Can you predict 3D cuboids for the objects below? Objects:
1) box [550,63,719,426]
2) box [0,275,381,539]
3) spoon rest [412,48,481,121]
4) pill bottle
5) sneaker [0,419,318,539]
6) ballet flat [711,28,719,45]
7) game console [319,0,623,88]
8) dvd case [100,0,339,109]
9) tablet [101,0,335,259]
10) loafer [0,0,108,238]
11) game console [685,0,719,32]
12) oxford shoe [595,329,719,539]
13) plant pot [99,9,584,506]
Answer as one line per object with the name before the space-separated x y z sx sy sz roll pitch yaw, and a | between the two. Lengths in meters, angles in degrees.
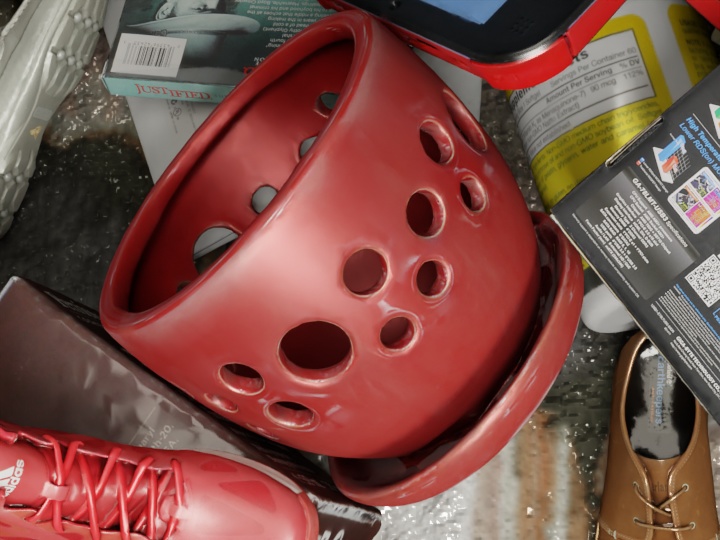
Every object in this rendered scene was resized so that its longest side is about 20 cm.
box | 0.223 -0.015 0.832 0.198 0.050 0.200 -42 82 21
box | -0.125 0.135 0.953 0.200 0.166 0.165 34 89 16
spoon rest | 0.036 -0.108 1.028 0.099 0.061 0.201 23 96 32
pill bottle | 0.142 -0.078 0.966 0.114 0.114 0.201 -19 75 8
sneaker | -0.125 0.106 0.812 0.199 0.116 0.079 4 79 13
ballet flat | 0.209 -0.140 0.952 0.068 0.068 0.201 -46 44 25
game console | 0.075 -0.184 0.930 0.177 0.031 0.200 -49 45 -9
dvd case | -0.057 -0.184 1.050 0.145 0.022 0.201 5 61 13
tablet | -0.074 -0.113 1.045 0.130 0.014 0.201 -27 60 9
loafer | -0.210 -0.112 1.071 0.069 0.070 0.201 27 89 12
game console | 0.276 -0.141 0.909 0.177 0.031 0.200 42 61 16
oxford shoe | 0.154 0.126 0.944 0.071 0.071 0.201 -5 79 10
plant pot | 0.000 0.000 0.904 0.182 0.200 0.201 37 88 -21
